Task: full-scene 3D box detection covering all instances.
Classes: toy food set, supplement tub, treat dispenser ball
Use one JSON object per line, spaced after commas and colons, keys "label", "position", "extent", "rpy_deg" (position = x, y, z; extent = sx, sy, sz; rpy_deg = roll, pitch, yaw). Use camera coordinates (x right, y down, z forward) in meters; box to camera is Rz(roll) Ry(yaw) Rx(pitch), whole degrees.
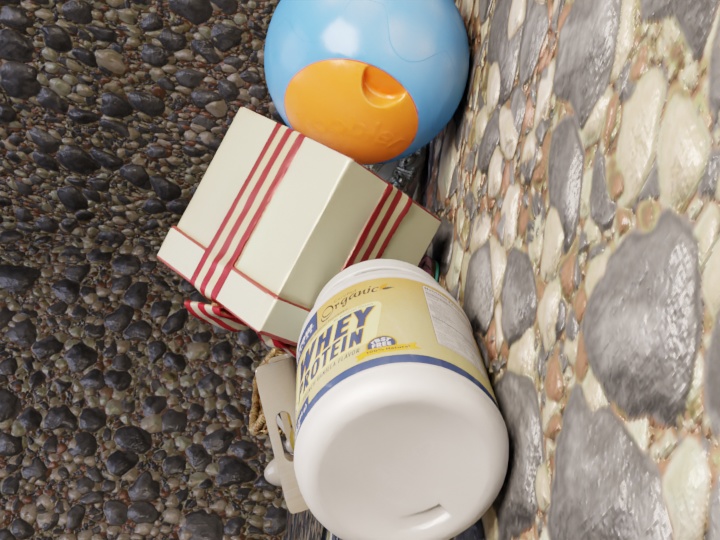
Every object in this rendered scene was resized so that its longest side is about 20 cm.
{"label": "toy food set", "position": [-0.080, 0.165, 0.893], "extent": [0.200, 0.060, 0.145], "rpy_deg": [139, 117, -85]}
{"label": "supplement tub", "position": [0.023, 0.088, 0.625], "extent": [0.200, 0.143, 0.146], "rpy_deg": [-98, 16, -64]}
{"label": "treat dispenser ball", "position": [0.006, -0.205, 0.818], "extent": [0.201, 0.199, 0.203], "rpy_deg": [-173, 90, -83]}

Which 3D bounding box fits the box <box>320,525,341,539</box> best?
{"label": "box", "position": [0.009, 0.302, 0.789], "extent": [0.200, 0.085, 0.165], "rpy_deg": [-95, 14, -60]}

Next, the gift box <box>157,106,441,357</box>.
{"label": "gift box", "position": [-0.065, -0.021, 0.796], "extent": [0.199, 0.184, 0.188], "rpy_deg": [29, 91, 43]}

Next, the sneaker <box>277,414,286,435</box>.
{"label": "sneaker", "position": [-0.026, 0.201, 1.013], "extent": [0.112, 0.200, 0.073], "rpy_deg": [-35, 5, 44]}

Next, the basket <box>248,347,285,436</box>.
{"label": "basket", "position": [-0.089, 0.143, 1.251], "extent": [0.200, 0.148, 0.144], "rpy_deg": [-96, 10, -68]}

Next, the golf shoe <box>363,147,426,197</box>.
{"label": "golf shoe", "position": [0.030, -0.070, 1.037], "extent": [0.078, 0.097, 0.201], "rpy_deg": [40, 104, 37]}

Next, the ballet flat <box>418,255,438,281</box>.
{"label": "ballet flat", "position": [0.030, 0.051, 0.918], "extent": [0.201, 0.071, 0.070], "rpy_deg": [106, 175, -54]}
